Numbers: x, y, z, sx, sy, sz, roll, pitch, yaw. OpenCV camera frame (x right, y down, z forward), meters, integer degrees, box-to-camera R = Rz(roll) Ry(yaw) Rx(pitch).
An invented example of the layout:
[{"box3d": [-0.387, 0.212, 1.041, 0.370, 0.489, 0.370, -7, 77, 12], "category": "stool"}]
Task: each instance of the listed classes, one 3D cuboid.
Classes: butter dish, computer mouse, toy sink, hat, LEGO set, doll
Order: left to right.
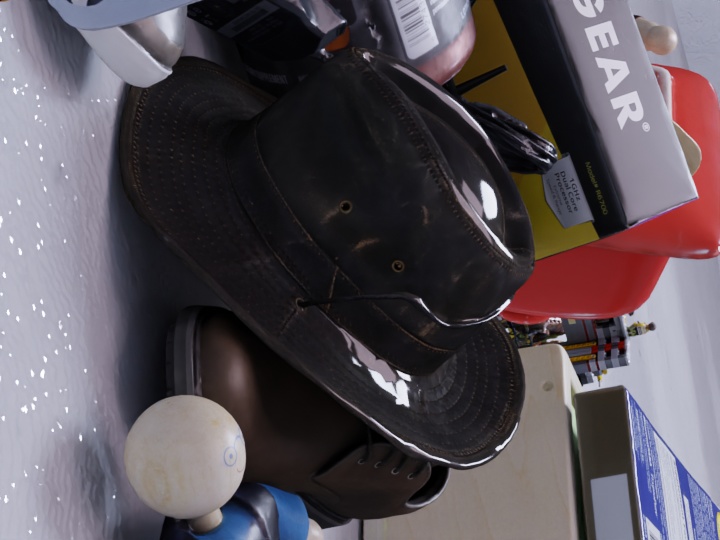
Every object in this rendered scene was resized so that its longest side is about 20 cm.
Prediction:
[{"box3d": [-0.037, 0.130, 0.624, 0.137, 0.048, 0.201, -55, 133, -53], "category": "doll"}, {"box3d": [-0.002, -0.092, 0.730, 0.199, 0.059, 0.034, 27, 72, -24], "category": "computer mouse"}, {"box3d": [0.009, -0.027, 0.690, 0.200, 0.081, 0.201, 34, 29, -22], "category": "hat"}, {"box3d": [0.084, 0.149, 0.936, 0.200, 0.111, 0.131, 61, 24, -49], "category": "toy sink"}, {"box3d": [0.105, -0.034, 1.073, 0.200, 0.199, 0.148, -79, 176, -53], "category": "butter dish"}, {"box3d": [0.142, 0.046, 1.207, 0.154, 0.115, 0.201, -68, 145, -63], "category": "LEGO set"}]

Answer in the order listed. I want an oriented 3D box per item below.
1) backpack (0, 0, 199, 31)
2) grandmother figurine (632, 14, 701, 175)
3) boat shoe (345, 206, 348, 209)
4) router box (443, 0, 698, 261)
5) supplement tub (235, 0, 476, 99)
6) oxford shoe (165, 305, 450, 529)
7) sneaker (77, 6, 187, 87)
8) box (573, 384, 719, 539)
[{"box3d": [-0.058, -0.178, 0.525, 0.154, 0.199, 0.192, 60, 17, -62], "category": "backpack"}, {"box3d": [0.112, -0.106, 1.001, 0.200, 0.121, 0.061, -106, -176, -53], "category": "grandmother figurine"}, {"box3d": [0.000, 0.000, 0.807, 0.072, 0.065, 0.200, 55, 27, 15], "category": "boat shoe"}, {"box3d": [0.068, -0.106, 0.883, 0.051, 0.149, 0.201, -20, 89, -30], "category": "router box"}, {"box3d": [-0.025, -0.168, 0.771, 0.107, 0.106, 0.201, -77, 151, -56], "category": "supplement tub"}, {"box3d": [-0.014, 0.053, 0.701, 0.200, 0.084, 0.073, 34, 51, -65], "category": "oxford shoe"}, {"box3d": [-0.072, -0.165, 0.641, 0.077, 0.081, 0.201, 32, 49, -70], "category": "sneaker"}, {"box3d": [0.152, 0.150, 0.911, 0.200, 0.032, 0.122, 45, 37, -55], "category": "box"}]
